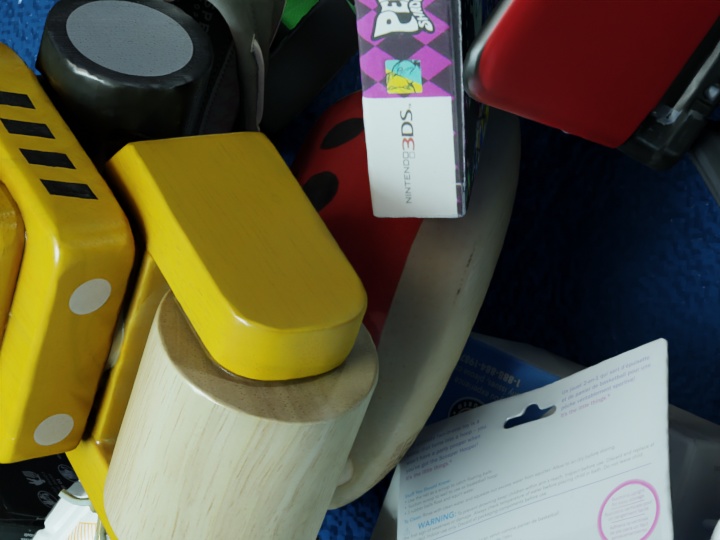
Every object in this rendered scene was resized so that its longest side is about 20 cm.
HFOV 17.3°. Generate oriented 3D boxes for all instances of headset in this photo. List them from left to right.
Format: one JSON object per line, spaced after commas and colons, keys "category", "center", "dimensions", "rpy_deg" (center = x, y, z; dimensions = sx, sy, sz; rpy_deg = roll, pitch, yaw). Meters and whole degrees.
{"category": "headset", "center": [-0.076, -0.062, 0.939], "dimensions": [0.200, 0.124, 0.094], "rpy_deg": [-41, 104, 19]}

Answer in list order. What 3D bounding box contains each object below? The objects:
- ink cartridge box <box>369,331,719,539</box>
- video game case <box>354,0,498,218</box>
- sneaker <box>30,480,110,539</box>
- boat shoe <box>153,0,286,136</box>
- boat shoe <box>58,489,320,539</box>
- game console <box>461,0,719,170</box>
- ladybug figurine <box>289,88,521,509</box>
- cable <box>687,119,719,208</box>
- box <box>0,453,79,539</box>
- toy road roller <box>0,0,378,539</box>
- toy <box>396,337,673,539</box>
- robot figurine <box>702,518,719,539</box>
{"category": "ink cartridge box", "center": [0.057, 0.136, 0.845], "dimensions": [0.116, 0.067, 0.201], "rpy_deg": [24, 97, 38]}
{"category": "video game case", "center": [0.026, -0.141, 0.798], "dimensions": [0.036, 0.200, 0.182], "rpy_deg": [-1, 118, 9]}
{"category": "sneaker", "center": [-0.078, 0.108, 0.953], "dimensions": [0.080, 0.074, 0.200], "rpy_deg": [34, 103, 34]}
{"category": "boat shoe", "center": [-0.071, -0.032, 0.854], "dimensions": [0.067, 0.057, 0.200], "rpy_deg": [16, 121, 3]}
{"category": "boat shoe", "center": [-0.057, 0.101, 0.842], "dimensions": [0.063, 0.073, 0.200], "rpy_deg": [-31, 53, -20]}
{"category": "game console", "center": [0.106, -0.148, 0.786], "dimensions": [0.200, 0.118, 0.172], "rpy_deg": [-55, 27, 15]}
{"category": "ladybug figurine", "center": [0.000, 0.000, 0.850], "dimensions": [0.136, 0.072, 0.200], "rpy_deg": [-56, 10, 37]}
{"category": "cable", "center": [0.199, -0.039, 0.784], "dimensions": [0.163, 0.051, 0.200], "rpy_deg": [-39, 56, 21]}
{"category": "box", "center": [-0.224, 0.133, 1.030], "dimensions": [0.200, 0.124, 0.149], "rpy_deg": [-52, 55, 17]}
{"category": "toy road roller", "center": [-0.101, 0.011, 0.746], "dimensions": [0.200, 0.146, 0.123], "rpy_deg": [54, 139, 35]}
{"category": "toy", "center": [0.065, 0.133, 0.754], "dimensions": [0.115, 0.047, 0.201], "rpy_deg": [-23, 49, 36]}
{"category": "robot figurine", "center": [0.182, 0.123, 0.721], "dimensions": [0.200, 0.113, 0.170], "rpy_deg": [49, 120, 31]}
